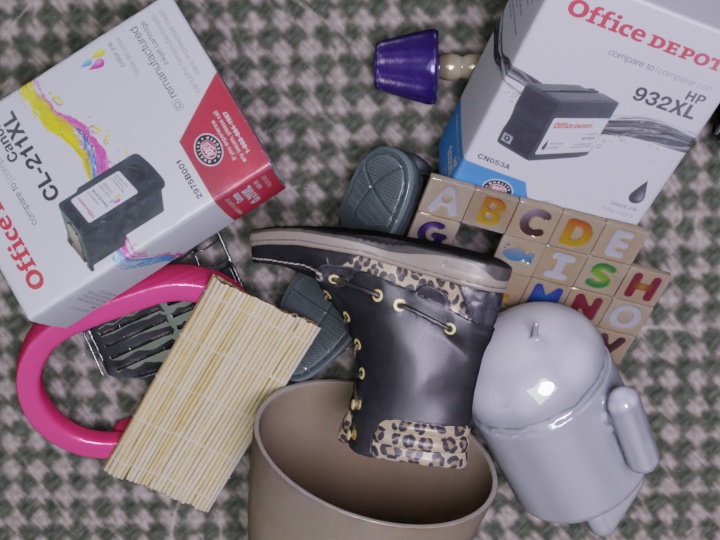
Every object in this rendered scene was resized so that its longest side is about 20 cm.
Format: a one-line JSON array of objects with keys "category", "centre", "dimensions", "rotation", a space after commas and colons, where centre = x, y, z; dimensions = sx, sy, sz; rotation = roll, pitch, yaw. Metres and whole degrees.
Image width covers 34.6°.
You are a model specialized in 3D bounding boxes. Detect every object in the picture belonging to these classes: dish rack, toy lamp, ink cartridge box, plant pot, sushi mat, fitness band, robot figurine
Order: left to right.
[{"category": "ink cartridge box", "centre": [-0.175, -0.073, 0.821], "dimensions": [0.199, 0.083, 0.147], "rotation": [-32, 84, 0]}, {"category": "dish rack", "centre": [-0.180, -0.016, 0.909], "dimensions": [0.152, 0.055, 0.202], "rotation": [-23, 97, 7]}, {"category": "fitness band", "centre": [-0.169, 0.073, 0.900], "dimensions": [0.197, 0.038, 0.145], "rotation": [-20, 123, 3]}, {"category": "sushi mat", "centre": [-0.117, 0.101, 0.897], "dimensions": [0.095, 0.012, 0.201], "rotation": [23, 113, -20]}, {"category": "plant pot", "centre": [-0.013, 0.219, 0.884], "dimensions": [0.185, 0.188, 0.202], "rotation": [16, 112, 0]}, {"category": "toy lamp", "centre": [0.109, -0.153, 0.875], "dimensions": [0.197, 0.058, 0.059], "rotation": [1, 98, 4]}, {"category": "robot figurine", "centre": [0.144, 0.106, 0.864], "dimensions": [0.113, 0.168, 0.201], "rotation": [-48, 123, -31]}, {"category": "ink cartridge box", "centre": [0.157, -0.121, 0.807], "dimensions": [0.143, 0.084, 0.201], "rotation": [18, 130, -10]}]

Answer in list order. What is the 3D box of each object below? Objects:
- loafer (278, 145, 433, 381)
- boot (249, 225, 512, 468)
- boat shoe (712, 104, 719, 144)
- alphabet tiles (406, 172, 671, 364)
[{"category": "loafer", "centre": [0.000, 0.000, 0.899], "dimensions": [0.072, 0.063, 0.202], "rotation": [38, 109, 27]}, {"category": "boot", "centre": [0.003, 0.049, 0.826], "dimensions": [0.197, 0.073, 0.153], "rotation": [10, 97, 19]}, {"category": "boat shoe", "centre": [0.293, -0.189, 0.860], "dimensions": [0.056, 0.069, 0.203], "rotation": [17, 92, 4]}, {"category": "alphabet tiles", "centre": [0.123, 0.015, 0.872], "dimensions": [0.197, 0.008, 0.168], "rotation": [14, 132, -7]}]
